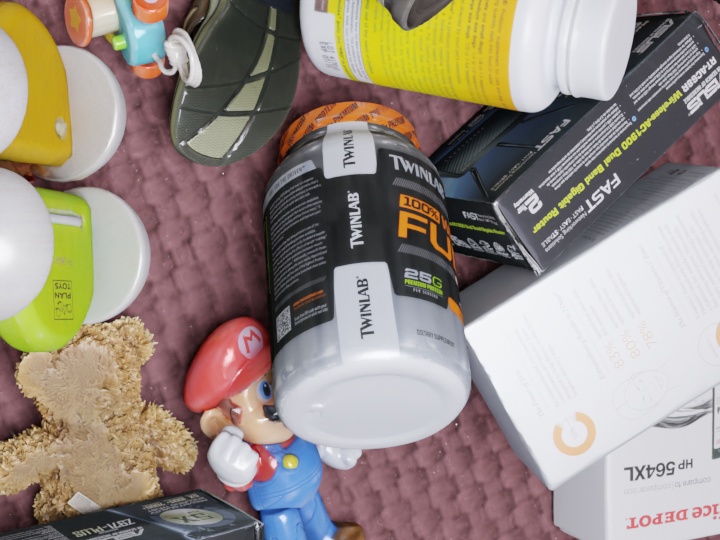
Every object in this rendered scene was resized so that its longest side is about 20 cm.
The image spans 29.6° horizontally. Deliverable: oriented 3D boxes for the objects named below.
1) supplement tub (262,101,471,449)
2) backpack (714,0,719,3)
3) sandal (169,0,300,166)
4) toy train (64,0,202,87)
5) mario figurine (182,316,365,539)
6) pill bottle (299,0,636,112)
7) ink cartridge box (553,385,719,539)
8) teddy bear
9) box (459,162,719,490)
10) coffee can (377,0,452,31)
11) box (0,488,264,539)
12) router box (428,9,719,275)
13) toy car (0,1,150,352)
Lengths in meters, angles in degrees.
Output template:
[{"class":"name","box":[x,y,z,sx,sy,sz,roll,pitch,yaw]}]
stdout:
[{"class":"supplement tub","box":[0.000,0.000,0.863,0.122,0.123,0.201,10,54,-24]},{"class":"backpack","box":[0.321,-0.302,0.999,0.199,0.127,0.168,-25,129,-14]},{"class":"sandal","box":[-0.079,-0.160,0.890,0.079,0.057,0.203,24,70,-35]},{"class":"toy train","box":[-0.152,-0.203,0.801,0.055,0.150,0.202,-17,107,-19]},{"class":"mario figurine","box":[-0.045,0.122,0.905,0.105,0.123,0.201,-23,110,-6]},{"class":"pill bottle","box":[0.069,-0.163,0.868,0.198,0.109,0.110,14,90,21]},{"class":"ink cartridge box","box":[0.226,0.100,1.035,0.145,0.084,0.202,-5,97,-22]},{"class":"teddy bear","box":[-0.174,0.125,0.885,0.144,0.067,0.201,-27,113,-9]},{"class":"box","box":[0.169,0.032,0.913,0.199,0.097,0.125,-31,100,-4]},{"class":"coffee can","box":[0.001,-0.253,0.746,0.200,0.146,0.146,43,78,4]},{"class":"box","box":[-0.159,0.237,0.813,0.199,0.086,0.165,-7,101,-33]},{"class":"router box","box":[0.137,-0.091,0.937,0.200,0.150,0.062,-44,111,-13]},{"class":"toy car","box":[-0.222,-0.047,0.792,0.149,0.175,0.202,-12,85,17]}]
